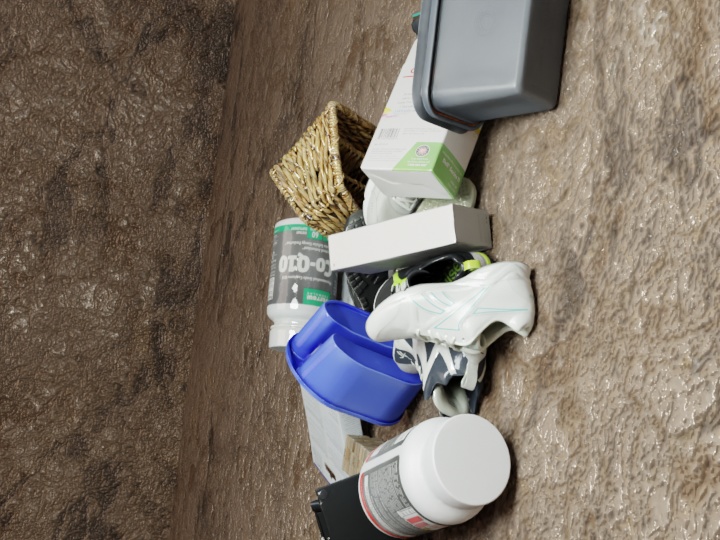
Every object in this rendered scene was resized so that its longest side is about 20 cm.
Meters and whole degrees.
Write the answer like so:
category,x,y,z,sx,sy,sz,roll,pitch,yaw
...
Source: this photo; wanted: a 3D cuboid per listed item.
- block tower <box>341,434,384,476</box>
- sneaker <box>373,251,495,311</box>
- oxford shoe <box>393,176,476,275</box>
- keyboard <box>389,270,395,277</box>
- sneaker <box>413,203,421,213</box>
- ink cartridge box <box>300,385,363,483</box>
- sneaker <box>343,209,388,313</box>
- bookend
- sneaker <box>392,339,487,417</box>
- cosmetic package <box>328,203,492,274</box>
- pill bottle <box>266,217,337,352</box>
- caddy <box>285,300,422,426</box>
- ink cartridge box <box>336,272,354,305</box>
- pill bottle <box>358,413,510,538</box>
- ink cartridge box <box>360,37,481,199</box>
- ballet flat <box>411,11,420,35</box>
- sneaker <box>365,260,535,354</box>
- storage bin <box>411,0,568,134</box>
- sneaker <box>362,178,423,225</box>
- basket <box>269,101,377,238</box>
category,x,y,z,sx,sy,sz,roll,pitch,yaw
block tower,0.031,0.278,1.235,0.199,0.053,0.059,-163,81,-70
sneaker,0.074,0.013,1.083,0.198,0.082,0.073,-23,65,42
oxford shoe,0.098,-0.031,1.164,0.075,0.057,0.203,41,116,38
keyboard,0.039,0.085,1.362,0.056,0.010,0.205,150,125,-60
sneaker,0.054,-0.078,1.266,0.075,0.083,0.205,147,128,-65
ink cartridge box,-0.043,0.250,1.422,0.199,0.040,0.205,-148,47,-64
sneaker,0.000,0.000,1.285,0.087,0.075,0.203,41,149,54
bookend,-0.016,0.376,1.174,0.198,0.090,0.204,-37,69,66
sneaker,0.092,0.126,1.080,0.198,0.078,0.132,-32,43,53
cosmetic package,0.058,-0.037,1.108,0.197,0.082,0.052,-12,81,40
pill bottle,-0.092,0.027,1.435,0.113,0.111,0.205,154,122,-67
caddy,-0.008,0.133,1.214,0.106,0.197,0.143,-52,32,23
ink cartridge box,-0.027,0.061,1.488,0.200,0.040,0.204,143,133,-65
pill bottle,0.081,0.234,1.015,0.200,0.113,0.118,134,140,-60
ink cartridge box,0.092,-0.194,1.116,0.115,0.067,0.203,7,67,41
ballet flat,0.134,-0.336,1.184,0.199,0.072,0.075,-7,76,64
sneaker,0.097,0.054,0.981,0.197,0.070,0.082,-17,70,19
storage bin,0.158,-0.260,0.997,0.133,0.144,0.205,7,88,43
sneaker,0.077,-0.128,1.176,0.202,0.075,0.092,-59,31,3
basket,-0.007,-0.127,1.307,0.149,0.199,0.144,-45,60,14
